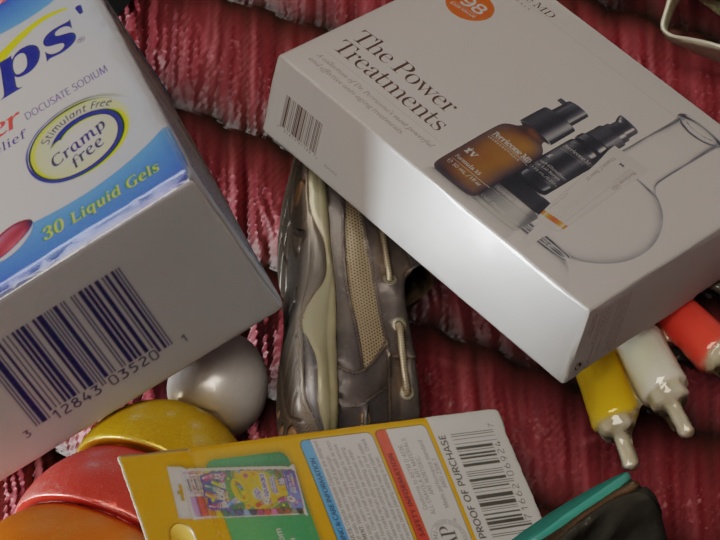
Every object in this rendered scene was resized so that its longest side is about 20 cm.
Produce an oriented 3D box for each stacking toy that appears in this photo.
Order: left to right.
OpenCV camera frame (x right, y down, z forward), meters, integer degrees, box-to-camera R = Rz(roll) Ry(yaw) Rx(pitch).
[{"bbox_3d":[-0.097,0.108,1.118,0.145,0.146,0.201,15,58,19],"label":"stacking toy"}]

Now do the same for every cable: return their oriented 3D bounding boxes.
[{"bbox_3d":[0.113,-0.003,1.136,0.097,0.050,0.200,-32,64,-5],"label":"cable"}]

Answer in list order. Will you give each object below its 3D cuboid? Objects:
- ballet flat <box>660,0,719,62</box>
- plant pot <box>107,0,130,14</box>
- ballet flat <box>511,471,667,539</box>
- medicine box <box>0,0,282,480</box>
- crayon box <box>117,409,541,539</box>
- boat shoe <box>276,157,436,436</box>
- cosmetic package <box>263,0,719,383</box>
[{"bbox_3d":[0.150,-0.150,1.178,0.200,0.067,0.063,35,90,24],"label":"ballet flat"},{"bbox_3d":[-0.184,-0.232,1.260,0.200,0.141,0.142,36,81,16],"label":"plant pot"},{"bbox_3d":[0.064,0.141,1.011,0.199,0.068,0.069,-17,79,-39],"label":"ballet flat"},{"bbox_3d":[-0.163,-0.022,1.152,0.182,0.103,0.200,-32,43,0],"label":"medicine box"},{"bbox_3d":[-0.008,0.134,1.049,0.199,0.052,0.126,-4,59,-34],"label":"crayon box"},{"bbox_3d":[0.000,0.000,1.162,0.073,0.075,0.201,7,64,-10],"label":"boat shoe"},{"bbox_3d":[0.077,-0.054,1.125,0.200,0.052,0.150,40,47,25],"label":"cosmetic package"}]
